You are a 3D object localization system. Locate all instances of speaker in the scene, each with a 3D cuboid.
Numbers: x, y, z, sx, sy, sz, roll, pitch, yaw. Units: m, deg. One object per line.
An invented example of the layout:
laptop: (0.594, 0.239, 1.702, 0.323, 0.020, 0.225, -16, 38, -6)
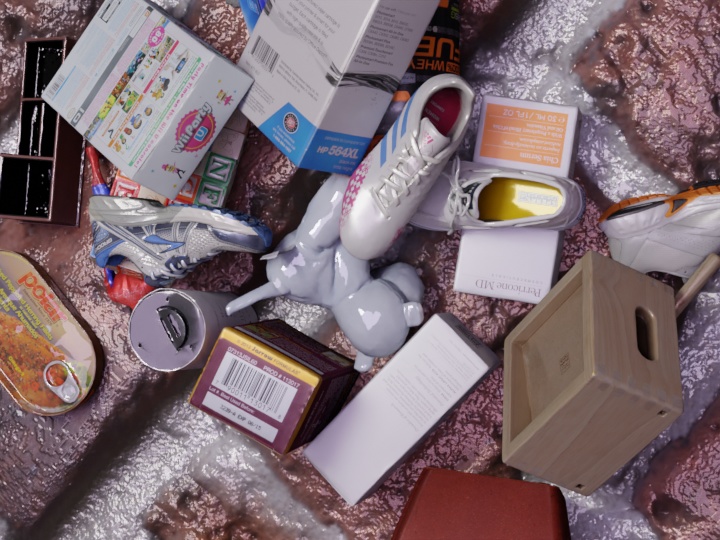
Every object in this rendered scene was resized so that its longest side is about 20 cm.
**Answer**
speaker: (-0.166, 0.059, 1.665, 0.080, 0.200, 0.082, 0, 89, 11)

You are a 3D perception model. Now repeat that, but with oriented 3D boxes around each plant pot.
plant pot: (0.123, 0.294, 1.618, 0.198, 0.200, 0.178, 8, 79, 11)

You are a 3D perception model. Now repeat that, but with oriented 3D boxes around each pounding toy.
pounding toy: (0.244, 0.083, 1.580, 0.141, 0.201, 0.184, 23, 134, -17)

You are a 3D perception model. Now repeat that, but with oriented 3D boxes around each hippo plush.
hippo plush: (0.000, 0.000, 1.649, 0.161, 0.200, 0.160, 39, 118, 1)

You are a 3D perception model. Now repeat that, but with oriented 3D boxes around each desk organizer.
desk organizer: (-0.340, -0.150, 1.766, 0.071, 0.077, 0.202, 5, 90, 11)

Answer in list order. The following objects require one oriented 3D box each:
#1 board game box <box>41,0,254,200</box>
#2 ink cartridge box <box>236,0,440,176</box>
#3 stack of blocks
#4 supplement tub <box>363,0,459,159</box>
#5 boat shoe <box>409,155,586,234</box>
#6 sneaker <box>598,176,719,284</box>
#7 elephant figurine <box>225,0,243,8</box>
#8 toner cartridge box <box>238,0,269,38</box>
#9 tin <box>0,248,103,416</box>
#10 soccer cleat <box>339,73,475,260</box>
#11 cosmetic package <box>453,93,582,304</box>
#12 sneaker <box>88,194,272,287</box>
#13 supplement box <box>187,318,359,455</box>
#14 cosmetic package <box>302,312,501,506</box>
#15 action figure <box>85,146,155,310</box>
board game box: (-0.216, -0.183, 1.649, 0.148, 0.064, 0.200, -55, 47, 6)
ink cartridge box: (-0.029, -0.216, 1.584, 0.146, 0.084, 0.201, 46, 117, 39)
stack of blocks: (-0.196, -0.087, 1.714, 0.114, 0.059, 0.201, 18, 80, -2)
supplement tub: (0.040, -0.215, 1.668, 0.121, 0.123, 0.202, -1, 90, 11)
boat shoe: (0.112, -0.070, 1.594, 0.200, 0.086, 0.075, 8, 90, 24)
sneaker: (0.343, -0.038, 1.640, 0.198, 0.076, 0.093, -12, 104, 11)
elephant figurine: (-0.089, -0.386, 1.695, 0.155, 0.141, 0.201, -33, 77, 25)
toner cartridge box: (-0.074, -0.283, 1.646, 0.095, 0.201, 0.043, -38, 50, -21)
tin: (-0.361, 0.066, 1.788, 0.112, 0.042, 0.200, -41, 82, 12)
soccer cleat: (0.043, -0.102, 1.563, 0.070, 0.086, 0.201, 31, 85, -12)
cosmetic package: (0.160, -0.071, 1.668, 0.101, 0.071, 0.202, 8, 91, 11)
sneaker: (-0.178, -0.025, 1.628, 0.198, 0.077, 0.086, 7, 92, 23)
supplement box: (-0.081, 0.113, 1.648, 0.110, 0.200, 0.086, 28, 96, 10)
cosmetic package: (0.042, 0.139, 1.669, 0.081, 0.113, 0.200, 44, 99, 9)
action figure: (-0.249, -0.036, 1.760, 0.065, 0.052, 0.202, -12, 80, 15)
